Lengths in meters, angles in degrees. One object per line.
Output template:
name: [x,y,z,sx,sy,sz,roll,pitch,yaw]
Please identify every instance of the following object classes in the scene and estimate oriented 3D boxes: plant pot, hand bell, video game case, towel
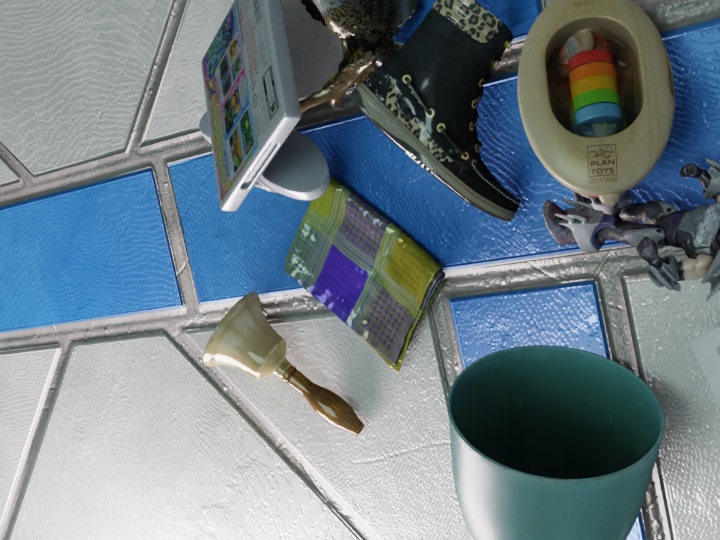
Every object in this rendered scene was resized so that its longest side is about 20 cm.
plant pot: [0.178,0.194,1.148,0.199,0.200,0.163,23,128,33]
hand bell: [-0.077,0.125,1.420,0.199,0.104,0.105,36,123,13]
video game case: [-0.121,-0.196,1.294,0.182,0.023,0.203,-47,46,50]
towel: [0.000,0.000,1.348,0.200,0.023,0.145,42,125,24]

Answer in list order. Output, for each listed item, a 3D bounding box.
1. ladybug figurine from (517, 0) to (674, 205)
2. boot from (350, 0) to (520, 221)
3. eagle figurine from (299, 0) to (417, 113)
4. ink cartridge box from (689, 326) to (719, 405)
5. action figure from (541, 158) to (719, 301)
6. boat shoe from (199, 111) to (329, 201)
ladybug figurine: [0.207,-0.149,1.071,0.133,0.072,0.203,-3,71,10]
boot: [0.109,-0.159,1.171,0.203,0.074,0.154,37,96,-12]
eagle figurine: [-0.014,-0.274,1.239,0.149,0.151,0.203,-6,63,2]
ink cartridge box: [0.369,0.124,1.015,0.202,0.067,0.117,63,161,7]
action figure: [0.263,-0.039,1.060,0.198,0.130,0.070,9,136,42]
boat shoe: [-0.102,-0.125,1.376,0.199,0.073,0.066,38,161,36]
